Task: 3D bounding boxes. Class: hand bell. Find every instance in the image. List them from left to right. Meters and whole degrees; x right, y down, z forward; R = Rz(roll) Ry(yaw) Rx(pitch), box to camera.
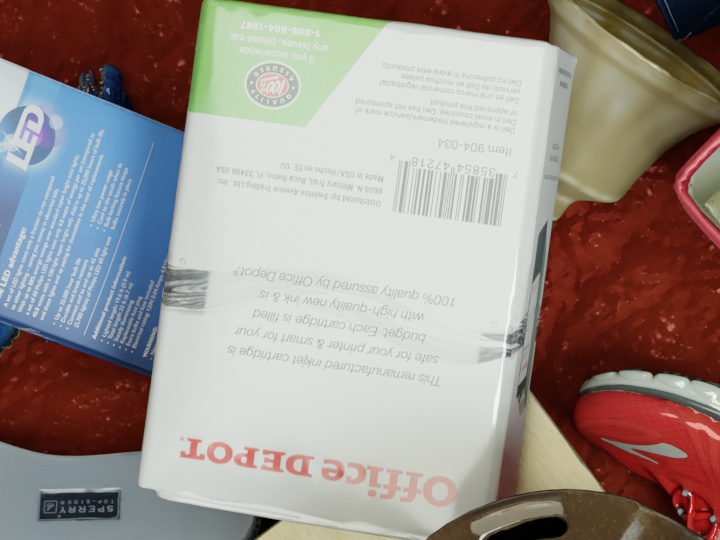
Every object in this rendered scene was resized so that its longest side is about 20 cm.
[{"bbox_3d":[0.070,-0.018,1.233,0.104,0.104,0.200,36,105,9],"label":"hand bell"}]

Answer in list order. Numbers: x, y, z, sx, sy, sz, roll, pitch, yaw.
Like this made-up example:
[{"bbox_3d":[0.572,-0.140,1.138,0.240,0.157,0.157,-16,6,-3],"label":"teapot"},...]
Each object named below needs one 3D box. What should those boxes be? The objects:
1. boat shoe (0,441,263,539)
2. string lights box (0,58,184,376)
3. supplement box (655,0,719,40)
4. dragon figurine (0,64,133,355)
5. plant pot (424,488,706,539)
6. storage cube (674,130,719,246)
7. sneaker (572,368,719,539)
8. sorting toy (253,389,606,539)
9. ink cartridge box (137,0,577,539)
[{"bbox_3d":[-0.141,0.116,1.260,0.199,0.065,0.074,6,64,8],"label":"boat shoe"},{"bbox_3d":[-0.104,-0.015,1.214,0.200,0.059,0.103,22,85,-21],"label":"string lights box"},{"bbox_3d":[0.175,-0.239,1.171,0.200,0.134,0.200,-23,71,7],"label":"supplement box"},{"bbox_3d":[-0.149,0.003,1.270,0.099,0.059,0.201,5,87,10],"label":"dragon figurine"},{"bbox_3d":[0.080,0.180,1.060,0.200,0.198,0.201,-2,71,6],"label":"plant pot"},{"bbox_3d":[0.246,-0.026,1.139,0.200,0.180,0.171,-44,82,6],"label":"storage cube"},{"bbox_3d":[0.167,0.115,1.194,0.200,0.077,0.085,35,73,10],"label":"sneaker"},{"bbox_3d":[0.044,0.176,1.223,0.199,0.070,0.200,-37,83,4],"label":"sorting toy"},{"bbox_3d":[0.000,0.000,1.148,0.145,0.084,0.201,9,92,10],"label":"ink cartridge box"}]
